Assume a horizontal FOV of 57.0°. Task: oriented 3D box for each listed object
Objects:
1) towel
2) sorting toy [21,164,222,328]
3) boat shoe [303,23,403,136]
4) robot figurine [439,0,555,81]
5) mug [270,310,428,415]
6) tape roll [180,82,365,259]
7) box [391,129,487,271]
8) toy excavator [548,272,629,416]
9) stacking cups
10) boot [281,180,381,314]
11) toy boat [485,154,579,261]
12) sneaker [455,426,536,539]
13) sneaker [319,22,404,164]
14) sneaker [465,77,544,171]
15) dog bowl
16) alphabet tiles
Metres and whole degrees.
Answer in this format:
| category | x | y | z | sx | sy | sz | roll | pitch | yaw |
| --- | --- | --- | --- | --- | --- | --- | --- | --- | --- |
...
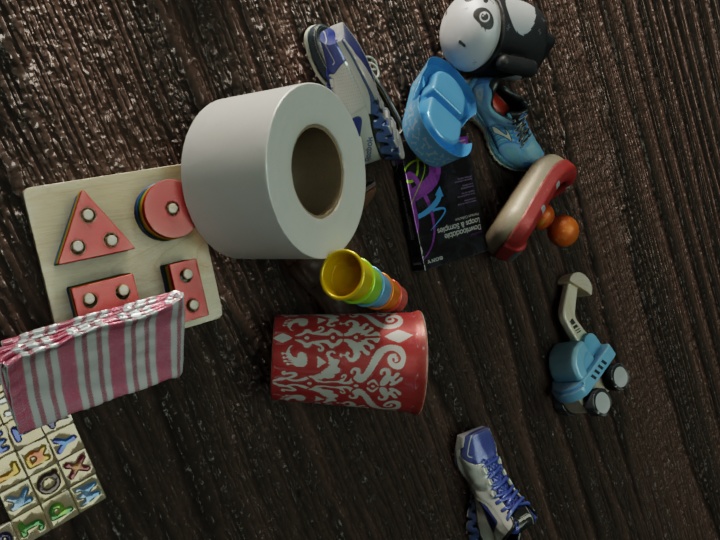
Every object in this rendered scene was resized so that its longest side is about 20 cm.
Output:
| category | x | y | z | sx | sy | sz | roll | pitch | yaw |
| --- | --- | --- | --- | --- | --- | --- | --- | --- | --- |
| towel | -0.287 | 0.104 | 0.735 | 0.197 | 0.030 | 0.148 | -18 | 143 | -30 |
| sorting toy | -0.269 | -0.016 | 0.786 | 0.197 | 0.069 | 0.204 | -15 | 97 | -31 |
| boat shoe | -0.007 | -0.271 | 0.961 | 0.075 | 0.061 | 0.202 | -41 | 110 | -24 |
| robot figurine | 0.221 | -0.377 | 1.069 | 0.196 | 0.149 | 0.128 | -2 | 103 | -32 |
| mug | -0.020 | 0.137 | 0.886 | 0.195 | 0.134 | 0.181 | 3 | 120 | -6 |
| tape roll | -0.101 | -0.116 | 0.815 | 0.201 | 0.137 | 0.208 | 0 | 90 | -57 |
| box | 0.127 | -0.113 | 1.059 | 0.141 | 0.036 | 0.205 | -16 | 99 | -31 |
| toy excavator | 0.392 | 0.133 | 1.195 | 0.194 | 0.099 | 0.201 | -43 | 102 | -26 |
| stacking cups | 0.015 | 0.018 | 0.863 | 0.199 | 0.059 | 0.062 | 20 | 76 | -66 |
| boot | 0.000 | 0.000 | 0.959 | 0.186 | 0.064 | 0.201 | -40 | 107 | -13 |
| toy boat | 0.303 | -0.090 | 1.098 | 0.130 | 0.131 | 0.202 | 34 | 71 | 4 |
| sneaker | 0.224 | 0.354 | 1.055 | 0.079 | 0.114 | 0.204 | -14 | 97 | -34 |
| sneaker | -0.025 | -0.216 | 0.904 | 0.113 | 0.081 | 0.201 | -20 | 124 | 13 |
| sneaker | 0.248 | -0.241 | 1.105 | 0.199 | 0.089 | 0.079 | 40 | 69 | -27 |
| dog bowl | 0.118 | -0.237 | 1.004 | 0.111 | 0.049 | 0.203 | 36 | 46 | -22 |
| alphabet tiles | -0.400 | 0.209 | 0.736 | 0.165 | 0.007 | 0.204 | -25 | 103 | -30 |
